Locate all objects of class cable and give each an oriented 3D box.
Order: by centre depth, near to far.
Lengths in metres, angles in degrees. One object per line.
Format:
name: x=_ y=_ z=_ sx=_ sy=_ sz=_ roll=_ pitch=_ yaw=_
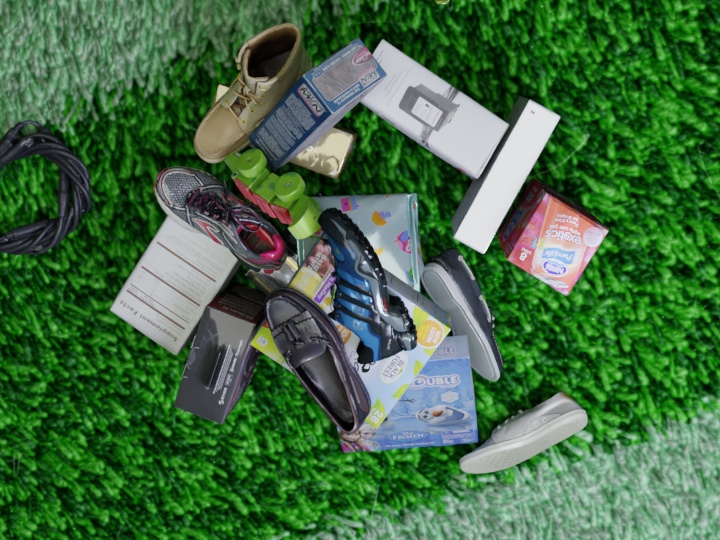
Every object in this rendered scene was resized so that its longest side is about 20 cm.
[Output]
cable: x=-0.483 y=-0.104 z=1.553 sx=0.163 sy=0.051 sz=0.200 roll=41 pitch=98 yaw=-8

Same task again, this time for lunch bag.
lunch bag: x=0.000 y=0.000 z=1.437 sx=0.169 sy=0.122 sz=0.201 roll=-3 pitch=92 yaw=2

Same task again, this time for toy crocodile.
toy crocodile: x=-0.112 y=-0.098 z=1.360 sx=0.062 sy=0.068 sz=0.200 roll=-46 pitch=49 yaw=-12

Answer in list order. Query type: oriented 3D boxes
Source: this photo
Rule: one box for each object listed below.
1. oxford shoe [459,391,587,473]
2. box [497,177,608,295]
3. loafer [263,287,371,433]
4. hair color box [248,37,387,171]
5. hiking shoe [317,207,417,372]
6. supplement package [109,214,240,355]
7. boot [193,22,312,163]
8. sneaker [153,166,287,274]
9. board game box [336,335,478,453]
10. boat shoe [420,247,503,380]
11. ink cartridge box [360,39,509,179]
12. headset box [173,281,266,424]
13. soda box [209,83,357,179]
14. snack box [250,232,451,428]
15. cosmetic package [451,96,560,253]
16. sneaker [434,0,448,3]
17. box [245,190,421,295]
oxford shoe: x=0.229 y=0.234 z=1.537 sx=0.199 sy=0.075 sz=0.058 roll=-31 pitch=56 yaw=17
box: x=0.247 y=-0.049 z=1.410 sx=0.095 sy=0.200 sz=0.100 roll=30 pitch=101 yaw=-2
loafer: x=-0.052 y=0.111 z=1.311 sx=0.072 sy=0.063 sz=0.201 roll=-31 pitch=102 yaw=15
hair color box: x=-0.058 y=-0.204 z=1.341 sx=0.100 sy=0.200 sz=0.061 roll=-40 pitch=95 yaw=-29
hiking shoe: x=-0.008 y=0.023 z=1.279 sx=0.086 sy=0.074 sz=0.201 roll=-28 pitch=99 yaw=7
supplement package: x=-0.241 y=-0.005 z=1.506 sx=0.117 sy=0.117 sz=0.201 roll=34 pitch=102 yaw=-3
boot: x=-0.145 y=-0.226 z=1.375 sx=0.200 sy=0.155 sz=0.073 roll=-42 pitch=88 yaw=-2
sneaker: x=-0.177 y=-0.074 z=1.397 sx=0.199 sy=0.075 sz=0.081 roll=32 pitch=79 yaw=-2
board game box: x=0.058 y=0.176 z=1.491 sx=0.199 sy=0.044 sz=0.200 roll=-6 pitch=135 yaw=6
boat shoe: x=0.157 y=0.062 z=1.506 sx=0.060 sy=0.075 sz=0.201 roll=-39 pitch=114 yaw=-28
ink cartridge box: x=0.091 y=-0.210 z=1.425 sx=0.199 sy=0.145 sz=0.084 roll=34 pitch=96 yaw=-1
headset box: x=-0.185 y=0.112 z=1.479 sx=0.075 sy=0.200 sz=0.149 roll=20 pitch=100 yaw=2
soda box: x=-0.109 y=-0.193 z=1.489 sx=0.199 sy=0.064 sz=0.068 roll=21 pitch=101 yaw=2
snack box: x=-0.011 y=0.074 z=1.365 sx=0.199 sy=0.068 sz=0.169 roll=33 pitch=106 yaw=-6
cosmetic package: x=0.189 y=-0.130 z=1.428 sx=0.051 sy=0.151 sz=0.201 roll=28 pitch=102 yaw=0
sneaker: x=0.159 y=-0.444 z=1.431 sx=0.083 sy=0.072 sz=0.200 roll=38 pitch=103 yaw=-26
box: x=-0.038 y=0.012 z=1.525 sx=0.200 sy=0.049 sz=0.161 roll=42 pitch=98 yaw=-3
